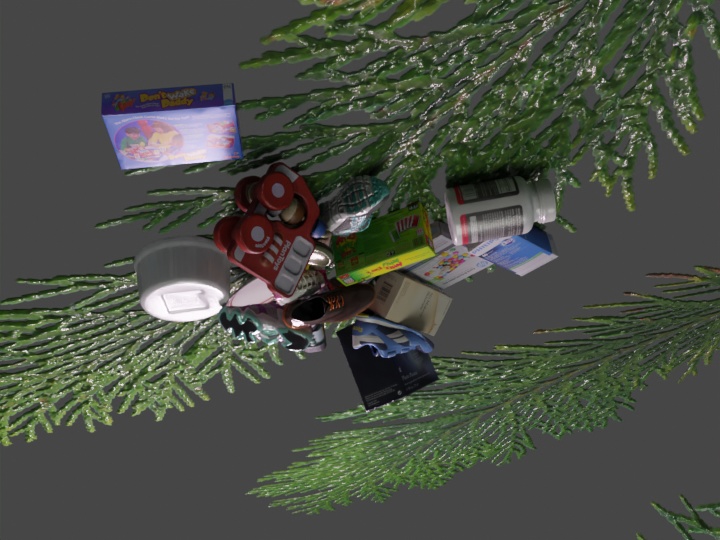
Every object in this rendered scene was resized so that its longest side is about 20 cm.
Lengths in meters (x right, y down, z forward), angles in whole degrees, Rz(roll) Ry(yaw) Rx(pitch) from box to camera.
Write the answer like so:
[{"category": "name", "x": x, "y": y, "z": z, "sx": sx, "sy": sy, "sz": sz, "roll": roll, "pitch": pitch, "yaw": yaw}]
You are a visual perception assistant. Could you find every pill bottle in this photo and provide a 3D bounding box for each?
[{"category": "pill bottle", "x": 0.265, "y": -0.118, "z": 1.555, "sx": 0.197, "sy": 0.112, "sz": 0.111, "roll": -10, "pitch": 152, "yaw": 2}]

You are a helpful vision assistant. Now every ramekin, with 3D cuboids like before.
[{"category": "ramekin", "x": -0.355, "y": 0.023, "z": 1.649, "sx": 0.198, "sy": 0.099, "sz": 0.201, "roll": -7, "pitch": 152, "yaw": -3}]

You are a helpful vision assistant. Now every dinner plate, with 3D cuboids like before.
[{"category": "dinner plate", "x": -0.210, "y": 0.042, "z": 1.753, "sx": 0.199, "sy": 0.024, "sz": 0.200, "roll": -27, "pitch": 162, "yaw": -10}]

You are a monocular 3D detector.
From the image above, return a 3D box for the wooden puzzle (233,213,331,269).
[{"category": "wooden puzzle", "x": -0.154, "y": -0.047, "z": 1.567, "sx": 0.183, "sy": 0.038, "sz": 0.200, "roll": 10, "pitch": 161, "yaw": -5}]

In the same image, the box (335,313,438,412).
[{"category": "box", "x": 0.066, "y": 0.202, "z": 1.926, "sx": 0.122, "sy": 0.200, "sz": 0.199, "roll": -26, "pitch": 172, "yaw": 27}]

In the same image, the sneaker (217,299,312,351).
[{"category": "sneaker", "x": -0.193, "y": 0.086, "z": 1.710, "sx": 0.198, "sy": 0.141, "sz": 0.078, "roll": 19, "pitch": 129, "yaw": -10}]

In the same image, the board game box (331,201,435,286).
[{"category": "board game box", "x": 0.043, "y": -0.051, "z": 1.623, "sx": 0.198, "sy": 0.103, "sz": 0.048, "roll": -19, "pitch": 150, "yaw": 19}]

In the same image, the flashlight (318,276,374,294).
[{"category": "flashlight", "x": 0.000, "y": 0.000, "z": 1.702, "sx": 0.200, "sy": 0.068, "sz": 0.068, "roll": -43, "pitch": 170, "yaw": 18}]

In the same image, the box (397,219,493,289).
[{"category": "box", "x": 0.172, "y": -0.029, "z": 1.765, "sx": 0.155, "sy": 0.042, "sz": 0.199, "roll": -29, "pitch": 147, "yaw": 33}]

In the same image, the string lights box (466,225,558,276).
[{"category": "string lights box", "x": 0.321, "y": -0.057, "z": 1.735, "sx": 0.102, "sy": 0.060, "sz": 0.199, "roll": -31, "pitch": 144, "yaw": 34}]

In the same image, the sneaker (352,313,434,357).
[{"category": "sneaker", "x": 0.067, "y": 0.155, "z": 1.790, "sx": 0.198, "sy": 0.083, "sz": 0.074, "roll": 19, "pitch": 173, "yaw": -18}]

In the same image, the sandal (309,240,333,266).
[{"category": "sandal", "x": -0.150, "y": -0.027, "z": 1.500, "sx": 0.198, "sy": 0.058, "sz": 0.080, "roll": 7, "pitch": 155, "yaw": 2}]

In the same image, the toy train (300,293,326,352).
[{"category": "toy train", "x": -0.114, "y": 0.111, "z": 1.844, "sx": 0.084, "sy": 0.115, "sz": 0.200, "roll": -9, "pitch": 160, "yaw": -3}]

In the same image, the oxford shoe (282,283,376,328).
[{"category": "oxford shoe", "x": -0.056, "y": 0.072, "z": 1.636, "sx": 0.198, "sy": 0.072, "sz": 0.073, "roll": -19, "pitch": 178, "yaw": -14}]

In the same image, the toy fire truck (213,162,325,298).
[{"category": "toy fire truck", "x": -0.146, "y": -0.074, "z": 1.423, "sx": 0.167, "sy": 0.202, "sz": 0.112, "roll": 35, "pitch": 161, "yaw": -30}]

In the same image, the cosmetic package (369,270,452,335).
[{"category": "cosmetic package", "x": 0.111, "y": 0.070, "z": 1.834, "sx": 0.199, "sy": 0.073, "sz": 0.104, "roll": 22, "pitch": 95, "yaw": -49}]

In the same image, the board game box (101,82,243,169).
[{"category": "board game box", "x": -0.288, "y": -0.223, "z": 1.275, "sx": 0.197, "sy": 0.045, "sz": 0.135, "roll": -6, "pitch": 151, "yaw": -6}]

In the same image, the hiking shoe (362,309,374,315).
[{"category": "hiking shoe", "x": -0.030, "y": 0.064, "z": 1.839, "sx": 0.099, "sy": 0.076, "sz": 0.200, "roll": -15, "pitch": 152, "yaw": 5}]

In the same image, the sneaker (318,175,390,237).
[{"category": "sneaker", "x": -0.006, "y": -0.115, "z": 1.533, "sx": 0.091, "sy": 0.079, "sz": 0.199, "roll": 12, "pitch": 155, "yaw": -40}]

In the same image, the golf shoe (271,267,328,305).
[{"category": "golf shoe", "x": -0.123, "y": 0.021, "z": 1.633, "sx": 0.090, "sy": 0.076, "sz": 0.200, "roll": -15, "pitch": -179, "yaw": 12}]
